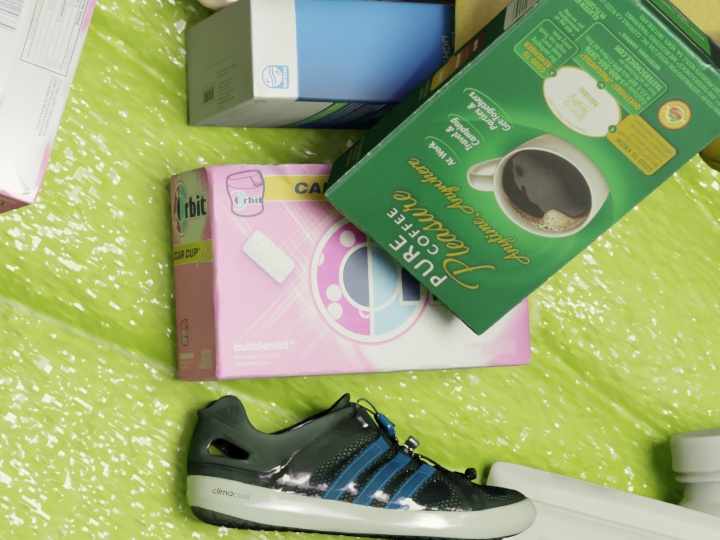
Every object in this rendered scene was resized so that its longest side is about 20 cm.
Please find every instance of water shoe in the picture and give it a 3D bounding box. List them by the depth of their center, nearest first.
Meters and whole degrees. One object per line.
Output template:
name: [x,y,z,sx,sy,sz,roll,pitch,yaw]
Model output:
water shoe: [0.005,0.108,1.385,0.199,0.071,0.079,6,82,-15]

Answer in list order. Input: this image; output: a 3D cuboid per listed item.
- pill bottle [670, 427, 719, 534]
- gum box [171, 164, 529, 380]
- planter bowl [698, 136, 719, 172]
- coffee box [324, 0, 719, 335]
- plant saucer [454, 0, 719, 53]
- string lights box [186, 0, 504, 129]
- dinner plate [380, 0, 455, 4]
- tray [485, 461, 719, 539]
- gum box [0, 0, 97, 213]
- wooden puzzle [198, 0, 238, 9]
pill bottle: [0.234,0.193,1.472,0.108,0.109,0.201,-6,88,-24]
gum box: [0.000,0.000,1.397,0.199,0.066,0.114,-2,88,-24]
planter bowl: [0.189,-0.160,1.433,0.083,0.200,0.201,8,83,-17]
coffee box: [0.090,-0.070,1.307,0.123,0.044,0.200,40,116,-17]
plant saucer: [0.152,-0.199,1.356,0.199,0.048,0.201,-3,75,14]
string lights box: [0.013,-0.112,1.400,0.199,0.103,0.059,0,85,-24]
dinner plate: [0.060,-0.242,1.475,0.199,0.024,0.201,2,86,-25]
tray: [0.155,0.183,1.420,0.199,0.022,0.108,14,88,14]
gum box: [-0.186,-0.133,1.307,0.066,0.113,0.201,20,79,-21]
wooden puzzle: [-0.016,-0.238,1.411,0.199,0.037,0.186,-6,75,-18]
